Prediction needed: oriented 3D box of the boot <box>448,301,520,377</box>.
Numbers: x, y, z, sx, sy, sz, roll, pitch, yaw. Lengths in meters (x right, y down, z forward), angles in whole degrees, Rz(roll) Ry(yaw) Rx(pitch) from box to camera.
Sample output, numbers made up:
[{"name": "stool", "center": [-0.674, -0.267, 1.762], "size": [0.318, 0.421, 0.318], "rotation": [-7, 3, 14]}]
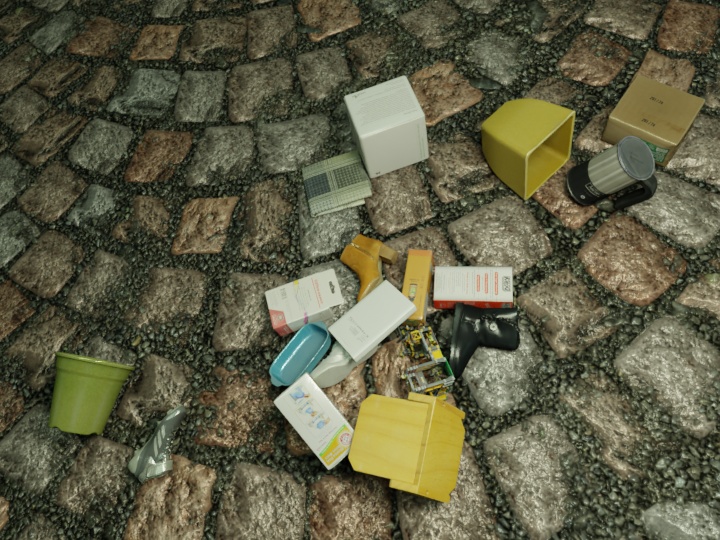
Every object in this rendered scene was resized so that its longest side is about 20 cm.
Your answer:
[{"name": "boot", "center": [0.305, 0.178, 1.375], "size": [0.167, 0.077, 0.201], "rotation": [8, 69, 11]}]

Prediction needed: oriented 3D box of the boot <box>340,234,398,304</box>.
[{"name": "boot", "center": [0.000, -0.001, 1.537], "size": [0.143, 0.071, 0.202], "rotation": [21, 67, 27]}]

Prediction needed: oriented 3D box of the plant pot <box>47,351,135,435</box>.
[{"name": "plant pot", "center": [-0.711, 0.321, 1.449], "size": [0.199, 0.200, 0.186], "rotation": [8, 77, 14]}]

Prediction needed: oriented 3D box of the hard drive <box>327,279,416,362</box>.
[{"name": "hard drive", "center": [0.028, 0.124, 1.414], "size": [0.200, 0.027, 0.132], "rotation": [-40, 45, -8]}]

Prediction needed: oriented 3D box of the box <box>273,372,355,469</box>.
[{"name": "box", "center": [-0.100, 0.348, 1.312], "size": [0.101, 0.113, 0.200], "rotation": [-40, 85, -10]}]

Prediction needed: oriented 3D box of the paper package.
[{"name": "paper package", "center": [0.813, -0.420, 1.566], "size": [0.199, 0.104, 0.191], "rotation": [32, 75, 23]}]

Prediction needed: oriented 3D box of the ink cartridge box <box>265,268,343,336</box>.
[{"name": "ink cartridge box", "center": [-0.145, 0.085, 1.514], "size": [0.199, 0.068, 0.117], "rotation": [-20, 62, 2]}]

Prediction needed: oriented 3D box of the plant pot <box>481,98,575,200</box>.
[{"name": "plant pot", "center": [0.449, -0.361, 1.563], "size": [0.195, 0.195, 0.200], "rotation": [-41, 58, -11]}]

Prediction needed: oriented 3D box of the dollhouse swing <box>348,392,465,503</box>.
[{"name": "dollhouse swing", "center": [0.105, 0.389, 1.254], "size": [0.175, 0.181, 0.201], "rotation": [-7, 60, 41]}]

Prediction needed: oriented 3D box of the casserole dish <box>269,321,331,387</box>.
[{"name": "casserole dish", "center": [-0.150, 0.221, 1.441], "size": [0.121, 0.039, 0.200], "rotation": [19, 64, 50]}]

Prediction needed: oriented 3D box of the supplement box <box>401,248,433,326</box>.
[{"name": "supplement box", "center": [0.148, 0.045, 1.479], "size": [0.066, 0.069, 0.201], "rotation": [5, 63, 14]}]

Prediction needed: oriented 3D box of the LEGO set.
[{"name": "LEGO set", "center": [0.132, 0.233, 1.338], "size": [0.115, 0.154, 0.201], "rotation": [-13, 68, -15]}]

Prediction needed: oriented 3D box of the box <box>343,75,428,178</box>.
[{"name": "box", "center": [0.079, -0.420, 1.651], "size": [0.199, 0.199, 0.172], "rotation": [-19, 62, 1]}]

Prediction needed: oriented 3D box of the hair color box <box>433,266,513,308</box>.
[{"name": "hair color box", "center": [0.292, 0.046, 1.454], "size": [0.198, 0.061, 0.102], "rotation": [1, 64, 12]}]

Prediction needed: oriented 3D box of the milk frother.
[{"name": "milk frother", "center": [0.679, -0.282, 1.472], "size": [0.179, 0.188, 0.201], "rotation": [21, 70, -16]}]

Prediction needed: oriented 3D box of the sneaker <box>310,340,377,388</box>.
[{"name": "sneaker", "center": [-0.056, 0.221, 1.436], "size": [0.199, 0.075, 0.089], "rotation": [-32, 49, -12]}]

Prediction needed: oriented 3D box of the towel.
[{"name": "towel", "center": [-0.072, -0.264, 1.702], "size": [0.199, 0.035, 0.194], "rotation": [-18, 59, 4]}]

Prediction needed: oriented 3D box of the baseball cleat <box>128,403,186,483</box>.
[{"name": "baseball cleat", "center": [-0.489, 0.441, 1.408], "size": [0.106, 0.070, 0.200], "rotation": [36, 84, 18]}]
